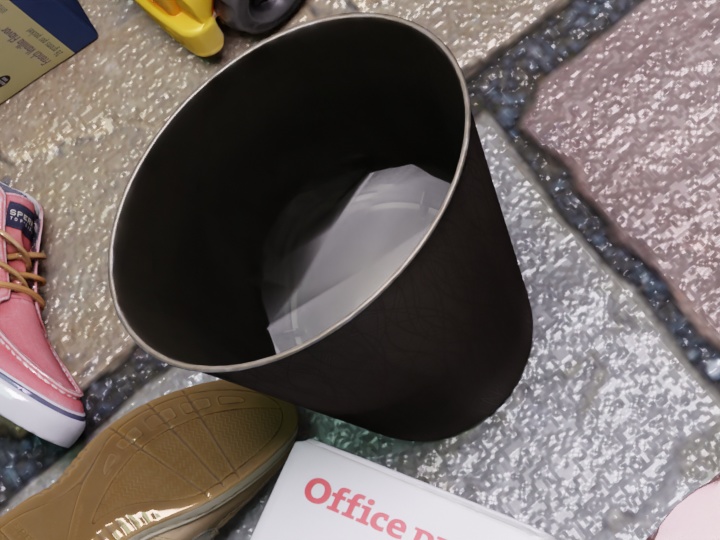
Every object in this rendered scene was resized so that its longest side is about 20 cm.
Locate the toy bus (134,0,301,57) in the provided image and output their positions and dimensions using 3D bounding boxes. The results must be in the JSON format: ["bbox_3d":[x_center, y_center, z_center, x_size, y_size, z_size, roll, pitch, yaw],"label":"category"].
[{"bbox_3d":[-0.076,-0.240,1.046,0.200,0.192,0.136,-46,64,1],"label":"toy bus"}]

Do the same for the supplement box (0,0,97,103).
[{"bbox_3d":[-0.295,-0.174,1.118,0.200,0.134,0.200,-34,71,6],"label":"supplement box"}]

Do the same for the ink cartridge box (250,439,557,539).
[{"bbox_3d":[0.003,0.198,0.908,0.146,0.084,0.200,20,78,26],"label":"ink cartridge box"}]

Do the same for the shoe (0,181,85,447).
[{"bbox_3d":[-0.198,0.005,1.063,0.200,0.071,0.091,38,92,32],"label":"shoe"}]

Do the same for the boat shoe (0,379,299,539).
[{"bbox_3d":[-0.115,0.128,0.989,0.200,0.069,0.074,-32,53,-17],"label":"boat shoe"}]

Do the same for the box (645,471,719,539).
[{"bbox_3d":[0.168,0.140,0.804,0.100,0.200,0.075,-42,62,1],"label":"box"}]

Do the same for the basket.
[{"bbox_3d":[0.000,0.000,0.919,0.180,0.200,0.136,-44,61,-1],"label":"basket"}]
